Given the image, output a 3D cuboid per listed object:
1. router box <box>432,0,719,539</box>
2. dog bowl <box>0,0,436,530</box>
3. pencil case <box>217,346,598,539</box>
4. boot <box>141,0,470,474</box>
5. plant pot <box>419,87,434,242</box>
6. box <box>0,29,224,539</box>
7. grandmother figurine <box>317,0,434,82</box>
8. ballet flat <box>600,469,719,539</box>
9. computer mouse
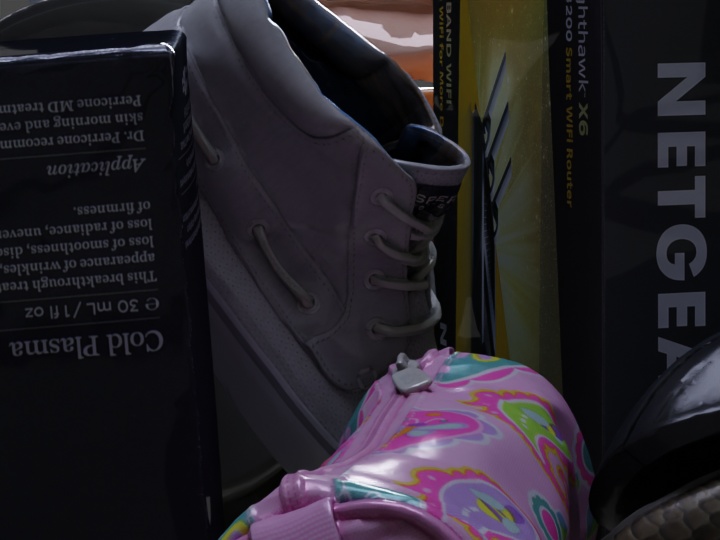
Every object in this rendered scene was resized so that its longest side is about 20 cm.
[{"bbox_3d":[0.071,-0.007,0.843,0.052,0.200,0.157,-2,6,-17],"label":"router box"},{"bbox_3d":[-0.074,0.009,0.863,0.200,0.200,0.059,-8,-5,-30],"label":"dog bowl"},{"bbox_3d":[0.013,0.074,0.690,0.087,0.088,0.200,-3,9,12],"label":"pencil case"},{"bbox_3d":[0.000,0.000,0.807,0.096,0.200,0.074,-36,13,26],"label":"boot"},{"bbox_3d":[0.033,0.002,1.030,0.200,0.140,0.200,-5,7,1],"label":"plant pot"},{"bbox_3d":[-0.141,0.031,0.734,0.200,0.182,0.104,-4,8,-2],"label":"box"},{"bbox_3d":[0.064,-0.092,0.983,0.200,0.061,0.121,-8,17,-9],"label":"grandmother figurine"},{"bbox_3d":[0.160,0.078,0.731,0.200,0.046,0.067,-6,-36,-14],"label":"ballet flat"},{"bbox_3d":[0.160,0.046,0.768,0.200,0.046,0.140,-14,-33,-3],"label":"computer mouse"}]
